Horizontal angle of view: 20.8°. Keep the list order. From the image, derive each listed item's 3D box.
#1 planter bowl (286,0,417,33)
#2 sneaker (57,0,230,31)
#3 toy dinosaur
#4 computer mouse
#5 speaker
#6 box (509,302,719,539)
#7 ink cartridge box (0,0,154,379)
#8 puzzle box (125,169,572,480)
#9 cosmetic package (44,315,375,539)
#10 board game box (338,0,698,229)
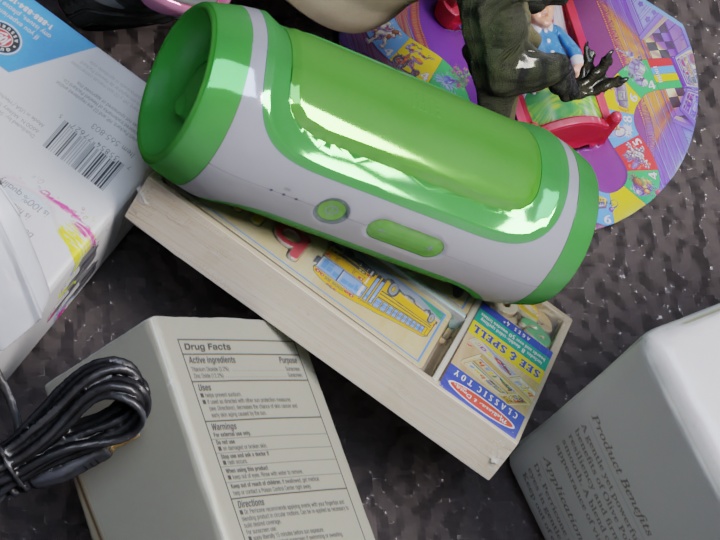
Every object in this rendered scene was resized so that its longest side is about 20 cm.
[{"bbox_3d":[0.019,-0.228,0.907,0.200,0.134,0.202,36,43,-44],"label":"planter bowl"},{"bbox_3d":[-0.072,-0.161,0.957,0.200,0.095,0.079,-27,94,-49],"label":"sneaker"},{"bbox_3d":[0.081,-0.105,0.933,0.088,0.201,0.047,-31,45,-27],"label":"toy dinosaur"},{"bbox_3d":[-0.162,0.001,0.757,0.109,0.044,0.201,-23,103,3],"label":"computer mouse"},{"bbox_3d":[0.005,-0.049,0.865,0.199,0.088,0.089,20,62,-26],"label":"speaker"},{"bbox_3d":[0.213,0.111,0.874,0.199,0.171,0.200,-20,75,-23],"label":"box"},{"bbox_3d":[-0.180,-0.019,0.867,0.115,0.068,0.200,36,62,2],"label":"ink cartridge box"},{"bbox_3d":[0.000,0.000,0.900,0.199,0.025,0.133,36,29,0],"label":"puzzle box"},{"bbox_3d":[-0.048,0.125,0.823,0.103,0.073,0.201,5,59,-54],"label":"cosmetic package"},{"bbox_3d":[0.088,-0.116,1.005,0.199,0.039,0.158,33,62,-1],"label":"board game box"}]
